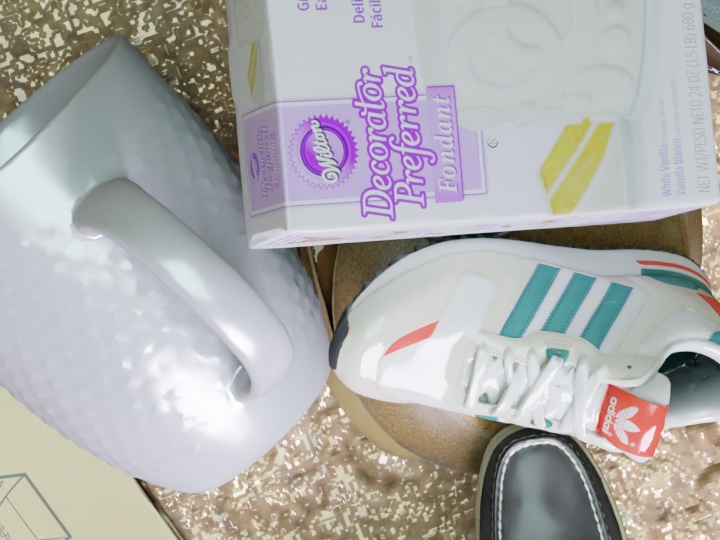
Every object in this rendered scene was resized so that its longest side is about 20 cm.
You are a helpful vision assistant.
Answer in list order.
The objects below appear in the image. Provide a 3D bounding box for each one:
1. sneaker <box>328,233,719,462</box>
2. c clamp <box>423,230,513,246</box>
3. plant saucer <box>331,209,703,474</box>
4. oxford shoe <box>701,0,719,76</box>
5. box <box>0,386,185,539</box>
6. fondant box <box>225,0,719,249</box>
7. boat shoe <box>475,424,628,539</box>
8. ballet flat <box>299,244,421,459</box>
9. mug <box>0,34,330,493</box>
[{"bbox_3d":[0.087,0.039,1.009,0.199,0.094,0.071,-1,125,-28],"label":"sneaker"},{"bbox_3d":[0.040,-0.119,1.026,0.170,0.027,0.201,30,77,-17],"label":"c clamp"},{"bbox_3d":[0.084,0.005,1.080,0.199,0.035,0.201,-8,108,-25],"label":"plant saucer"},{"bbox_3d":[0.223,-0.099,1.093,0.199,0.084,0.073,16,94,-8],"label":"oxford shoe"},{"bbox_3d":[-0.196,0.142,1.119,0.200,0.021,0.164,-35,98,0],"label":"box"},{"bbox_3d":[0.046,-0.089,0.980,0.199,0.058,0.145,-5,87,-20],"label":"fondant box"},{"bbox_3d":[0.096,0.169,1.051,0.071,0.066,0.202,-7,92,-2],"label":"boat shoe"},{"bbox_3d":[0.000,0.000,1.097,0.068,0.063,0.201,-19,98,-2],"label":"ballet flat"},{"bbox_3d":[-0.093,0.007,1.023,0.148,0.200,0.175,-46,105,-15],"label":"mug"}]
